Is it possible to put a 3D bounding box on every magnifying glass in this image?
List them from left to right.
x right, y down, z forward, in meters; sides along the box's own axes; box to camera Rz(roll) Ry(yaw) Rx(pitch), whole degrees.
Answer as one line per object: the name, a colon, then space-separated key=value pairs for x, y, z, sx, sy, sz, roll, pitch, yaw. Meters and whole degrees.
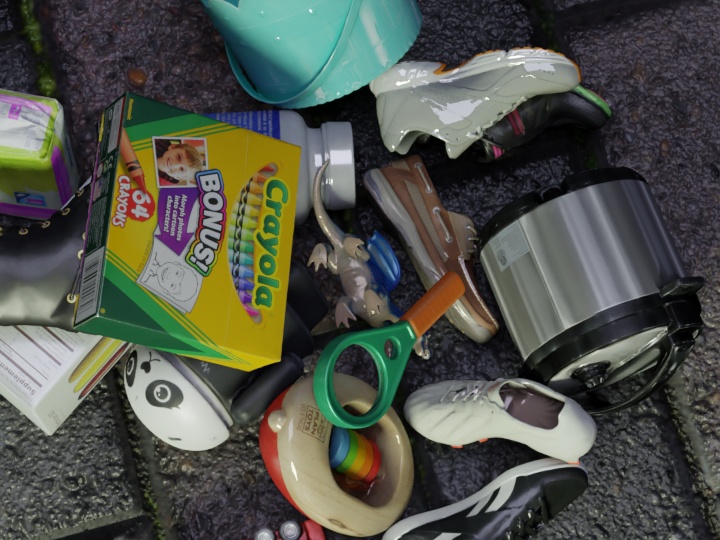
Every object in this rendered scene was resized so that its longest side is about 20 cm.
magnifying glass: x=0.028 y=0.064 z=1.541 sx=0.200 sy=0.022 sz=0.080 roll=-42 pitch=113 yaw=-36

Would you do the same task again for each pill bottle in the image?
pill bottle: x=-0.106 y=-0.094 z=1.655 sx=0.199 sy=0.112 sz=0.113 roll=-3 pitch=73 yaw=-2

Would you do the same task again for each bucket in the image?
bucket: x=-0.048 y=-0.257 z=1.651 sx=0.207 sy=0.207 sz=0.135 roll=-37 pitch=121 yaw=-12

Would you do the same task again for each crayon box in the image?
crayon box: x=-0.144 y=-0.031 z=1.498 sx=0.172 sy=0.058 sz=0.201 roll=15 pitch=69 yaw=-28

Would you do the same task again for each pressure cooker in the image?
pressure cooker: x=0.213 y=0.029 z=1.594 sx=0.178 sy=0.176 sz=0.201 roll=-20 pitch=71 yaw=-4

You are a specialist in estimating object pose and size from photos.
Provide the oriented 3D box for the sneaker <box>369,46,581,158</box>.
sneaker: x=0.110 y=-0.153 z=1.642 sx=0.199 sy=0.076 sz=0.093 roll=-7 pitch=82 yaw=13

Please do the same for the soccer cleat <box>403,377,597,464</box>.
soccer cleat: x=0.120 y=0.123 z=1.577 sx=0.199 sy=0.078 sz=0.069 roll=7 pitch=56 yaw=35

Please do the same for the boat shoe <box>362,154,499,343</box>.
boat shoe: x=0.079 y=-0.026 z=1.658 sx=0.072 sy=0.076 sz=0.200 roll=-31 pitch=78 yaw=-6

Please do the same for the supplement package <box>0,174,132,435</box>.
supplement package: x=-0.265 y=0.033 z=1.610 sx=0.109 sy=0.114 sz=0.200 roll=38 pitch=76 yaw=10

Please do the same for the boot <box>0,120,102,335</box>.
boot: x=-0.272 y=-0.037 z=1.538 sx=0.150 sy=0.073 sz=0.201 roll=-2 pitch=78 yaw=-2

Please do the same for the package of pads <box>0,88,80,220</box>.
package of pads: x=-0.369 y=-0.116 z=1.629 sx=0.199 sy=0.155 sz=0.069 roll=10 pitch=67 yaw=2

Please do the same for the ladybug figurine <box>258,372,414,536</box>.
ladybug figurine: x=-0.026 y=0.162 z=1.554 sx=0.072 sy=0.200 sz=0.136 roll=-5 pitch=61 yaw=35

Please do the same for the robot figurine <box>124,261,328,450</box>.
robot figurine: x=-0.124 y=0.070 z=1.596 sx=0.200 sy=0.150 sz=0.125 roll=-44 pitch=95 yaw=-14

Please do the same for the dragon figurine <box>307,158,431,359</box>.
dragon figurine: x=0.000 y=0.000 z=1.626 sx=0.059 sy=0.099 sz=0.201 roll=-28 pitch=83 yaw=17

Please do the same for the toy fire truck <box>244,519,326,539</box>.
toy fire truck: x=-0.062 y=0.299 z=1.569 sx=0.199 sy=0.049 sz=0.142 roll=-17 pitch=76 yaw=-6

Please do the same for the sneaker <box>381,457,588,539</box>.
sneaker: x=0.127 y=0.251 z=1.560 sx=0.199 sy=0.073 sz=0.112 roll=-24 pitch=49 yaw=0

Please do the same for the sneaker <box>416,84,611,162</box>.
sneaker: x=0.143 y=-0.144 z=1.704 sx=0.199 sy=0.077 sz=0.084 roll=0 pitch=79 yaw=9
